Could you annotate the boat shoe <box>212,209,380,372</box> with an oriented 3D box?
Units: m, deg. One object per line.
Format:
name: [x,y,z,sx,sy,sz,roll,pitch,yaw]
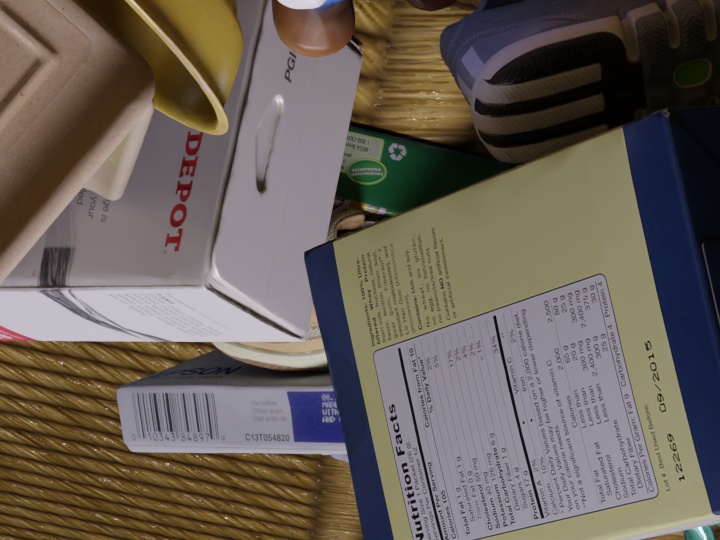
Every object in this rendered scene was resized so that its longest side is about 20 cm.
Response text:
boat shoe: [0.000,0.000,1.197,0.199,0.072,0.076,-5,138,29]

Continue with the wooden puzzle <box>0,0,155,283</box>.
wooden puzzle: [-0.199,-0.059,0.823,0.200,0.185,0.046,41,174,-8]

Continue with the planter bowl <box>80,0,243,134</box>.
planter bowl: [-0.099,-0.143,0.868,0.200,0.084,0.200,39,172,7]

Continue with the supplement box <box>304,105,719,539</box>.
supplement box: [0.123,0.027,0.915,0.200,0.135,0.200,-5,170,-40]

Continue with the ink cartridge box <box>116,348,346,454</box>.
ink cartridge box: [0.008,0.053,1.299,0.199,0.041,0.200,-3,-170,36]

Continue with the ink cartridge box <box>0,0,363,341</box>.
ink cartridge box: [-0.110,-0.045,1.112,0.199,0.147,0.083,0,160,34]

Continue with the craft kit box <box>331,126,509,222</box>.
craft kit box: [0.001,-0.019,1.289,0.199,0.049,0.198,13,164,-4]

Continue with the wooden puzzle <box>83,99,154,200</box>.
wooden puzzle: [-0.182,-0.027,0.942,0.199,0.037,0.185,-12,173,-12]

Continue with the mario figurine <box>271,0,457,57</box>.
mario figurine: [0.024,-0.118,0.866,0.106,0.124,0.200,30,164,-3]

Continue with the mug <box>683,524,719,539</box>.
mug: [0.156,0.051,1.170,0.114,0.186,0.152,20,151,-13]

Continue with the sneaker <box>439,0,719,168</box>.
sneaker: [0.123,-0.101,0.949,0.199,0.075,0.116,-10,-151,-14]

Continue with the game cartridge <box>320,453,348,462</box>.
game cartridge: [0.071,0.079,1.318,0.133,0.041,0.200,-9,-172,-29]
